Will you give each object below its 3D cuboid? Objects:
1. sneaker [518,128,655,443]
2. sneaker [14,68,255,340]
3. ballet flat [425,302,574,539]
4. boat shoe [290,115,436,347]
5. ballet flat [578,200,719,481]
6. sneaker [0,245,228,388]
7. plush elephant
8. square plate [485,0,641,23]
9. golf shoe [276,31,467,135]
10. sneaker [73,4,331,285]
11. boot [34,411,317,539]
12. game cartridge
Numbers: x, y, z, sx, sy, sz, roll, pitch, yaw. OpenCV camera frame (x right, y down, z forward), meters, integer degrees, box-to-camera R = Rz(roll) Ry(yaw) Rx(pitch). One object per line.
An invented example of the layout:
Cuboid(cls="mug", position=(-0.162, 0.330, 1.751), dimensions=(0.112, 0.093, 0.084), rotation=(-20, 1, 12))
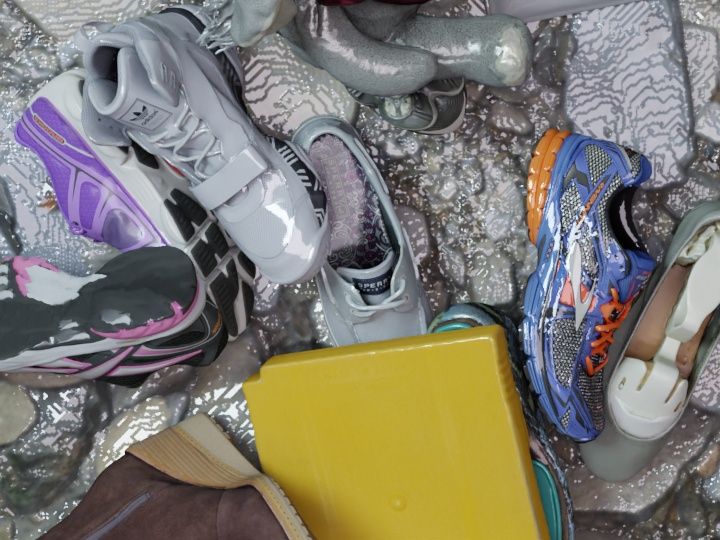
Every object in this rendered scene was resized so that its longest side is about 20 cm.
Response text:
Cuboid(cls="sneaker", position=(0.146, 0.010, 1.314), dimensions=(0.078, 0.075, 0.200), rotation=(1, 94, 22))
Cuboid(cls="sneaker", position=(-0.142, -0.036, 1.326), dimensions=(0.083, 0.081, 0.200), rotation=(-33, 99, 28))
Cuboid(cls="ballet flat", position=(0.097, 0.111, 1.339), dimensions=(0.074, 0.074, 0.200), rotation=(-15, 103, 0))
Cuboid(cls="boat shoe", position=(0.001, -0.001, 1.324), dimensions=(0.070, 0.072, 0.201), rotation=(-20, 96, 0))
Cuboid(cls="ballet flat", position=(0.197, 0.047, 1.340), dimensions=(0.067, 0.064, 0.200), rotation=(25, 95, -4))
Cuboid(cls="sneaker", position=(-0.172, 0.044, 1.302), dimensions=(0.200, 0.086, 0.080), rotation=(-2, 55, 31))
Cuboid(cls="plush elephant", position=(-0.014, -0.186, 1.189), dimensions=(0.200, 0.155, 0.165), rotation=(-11, 72, 6))
Cuboid(cls="square plate", position=(0.166, -0.268, 1.325), dimensions=(0.200, 0.028, 0.198), rotation=(-10, 97, -1))
Cuboid(cls="golf shoe", position=(-0.010, -0.156, 1.310), dimensions=(0.077, 0.088, 0.200), rotation=(-42, 73, 5))
Cuboid(cls="sneaker", position=(-0.101, -0.075, 1.268), dimensions=(0.075, 0.115, 0.200), rotation=(-37, 75, 30))
Cuboid(cls="boot", position=(-0.117, 0.186, 1.285), dimensions=(0.166, 0.200, 0.072), rotation=(-38, 130, -10))
Cuboid(cls="game cartridge", position=(0.028, 0.141, 1.321), dimensions=(0.176, 0.032, 0.200), rotation=(-8, 102, 21))
